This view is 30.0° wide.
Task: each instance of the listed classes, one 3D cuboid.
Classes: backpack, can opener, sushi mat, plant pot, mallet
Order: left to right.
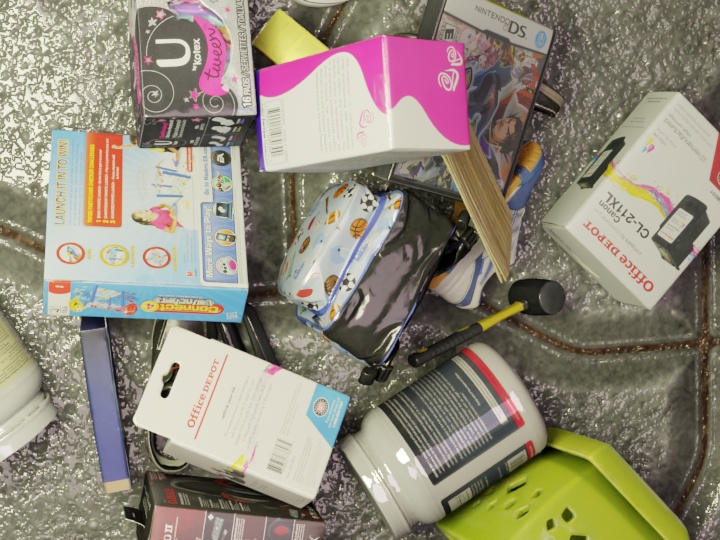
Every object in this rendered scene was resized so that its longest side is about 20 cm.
[{"bbox_3d":[-0.103,0.133,1.455,0.063,0.079,0.202,-13,90,-2],"label":"can opener"},{"bbox_3d":[0.000,0.000,1.397,0.154,0.190,0.201,35,83,-8],"label":"backpack"},{"bbox_3d":[0.115,-0.087,1.342,0.012,0.096,0.201,-11,134,21],"label":"sushi mat"},{"bbox_3d":[0.140,0.059,1.460,0.199,0.066,0.041,-27,104,-34],"label":"mallet"},{"bbox_3d":[0.231,0.293,1.481,0.199,0.200,0.182,45,78,-13],"label":"plant pot"}]

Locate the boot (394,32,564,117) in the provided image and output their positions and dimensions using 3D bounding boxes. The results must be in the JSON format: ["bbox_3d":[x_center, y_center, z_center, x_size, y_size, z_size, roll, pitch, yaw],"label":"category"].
[{"bbox_3d":[0.109,-0.160,1.461,0.198,0.073,0.152,18,91,-10],"label":"boot"}]

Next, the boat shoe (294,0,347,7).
[{"bbox_3d":[0.019,-0.330,1.426,0.198,0.066,0.073,-15,99,-11],"label":"boat shoe"}]

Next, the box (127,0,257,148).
[{"bbox_3d":[-0.173,-0.234,1.339,0.114,0.132,0.202,-4,82,-12],"label":"box"}]

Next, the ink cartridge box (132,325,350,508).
[{"bbox_3d":[-0.125,0.150,1.377,0.199,0.068,0.116,24,68,-8],"label":"ink cartridge box"}]

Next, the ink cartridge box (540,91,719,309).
[{"bbox_3d":[0.326,-0.078,1.513,0.146,0.083,0.200,41,86,-14],"label":"ink cartridge box"}]

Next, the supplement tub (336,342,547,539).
[{"bbox_3d":[0.089,0.184,1.460,0.199,0.140,0.141,-32,102,-8],"label":"supplement tub"}]

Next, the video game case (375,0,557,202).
[{"bbox_3d":[0.111,-0.172,1.363,0.180,0.025,0.202,11,98,-46],"label":"video game case"}]

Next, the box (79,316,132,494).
[{"bbox_3d":[-0.265,0.116,1.385,0.032,0.121,0.202,-7,97,-10],"label":"box"}]

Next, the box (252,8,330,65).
[{"bbox_3d":[-0.019,-0.186,1.398,0.200,0.075,0.050,41,94,5],"label":"box"}]

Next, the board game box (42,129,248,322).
[{"bbox_3d":[-0.216,-0.046,1.349,0.194,0.201,0.056,3,140,-12],"label":"board game box"}]

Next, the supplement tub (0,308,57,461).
[{"bbox_3d":[-0.408,0.093,1.338,0.144,0.145,0.201,-33,102,-7],"label":"supplement tub"}]

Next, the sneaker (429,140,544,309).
[{"bbox_3d":[0.145,-0.050,1.493,0.088,0.075,0.200,40,86,-34],"label":"sneaker"}]

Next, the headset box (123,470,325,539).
[{"bbox_3d":[-0.150,0.270,1.413,0.198,0.149,0.076,8,93,-13],"label":"headset box"}]

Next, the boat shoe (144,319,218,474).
[{"bbox_3d":[-0.190,0.116,1.433,0.073,0.063,0.203,7,93,-11],"label":"boat shoe"}]

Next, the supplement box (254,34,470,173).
[{"bbox_3d":[-0.002,-0.150,1.256,0.103,0.199,0.102,-3,90,-38],"label":"supplement box"}]
